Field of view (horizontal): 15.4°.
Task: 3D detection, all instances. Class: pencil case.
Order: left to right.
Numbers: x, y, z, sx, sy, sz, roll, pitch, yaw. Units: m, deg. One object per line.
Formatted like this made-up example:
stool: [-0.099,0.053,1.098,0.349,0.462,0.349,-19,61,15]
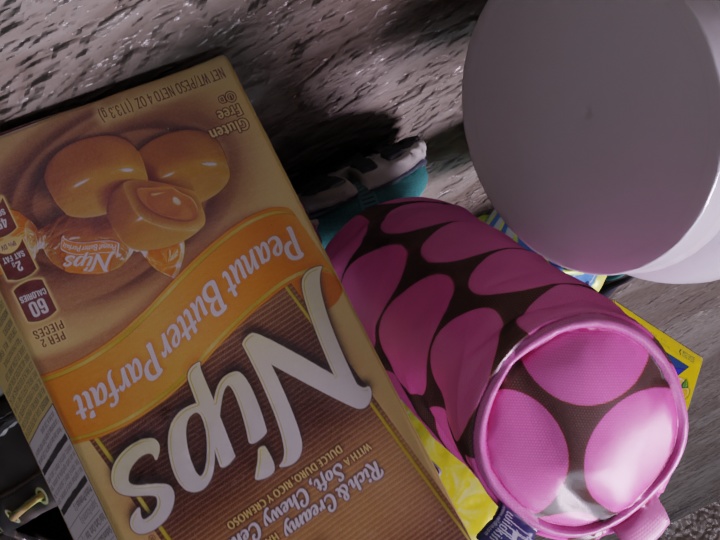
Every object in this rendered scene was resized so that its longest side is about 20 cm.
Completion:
pencil case: [0.049,0.036,0.989,0.091,0.094,0.200,-43,-157,-1]

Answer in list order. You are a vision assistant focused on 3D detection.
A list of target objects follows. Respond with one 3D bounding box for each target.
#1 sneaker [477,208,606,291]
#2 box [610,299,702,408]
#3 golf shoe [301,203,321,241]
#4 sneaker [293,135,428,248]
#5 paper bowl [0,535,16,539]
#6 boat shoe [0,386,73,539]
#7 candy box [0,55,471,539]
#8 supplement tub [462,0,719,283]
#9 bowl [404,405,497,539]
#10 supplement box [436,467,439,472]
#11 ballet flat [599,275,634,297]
sneaker: [0.087,-0.032,1.191,0.200,0.075,0.105,-44,151,-54]
box: [0.083,0.070,1.395,0.070,0.065,0.200,32,155,-27]
golf shoe: [-0.068,0.029,1.103,0.200,0.075,0.092,99,16,-67]
sneaker: [0.000,0.000,1.169,0.077,0.080,0.200,-24,166,-15]
paper bowl: [-0.172,0.192,1.176,0.200,0.105,0.201,-29,164,-9]
boat shoe: [-0.124,0.082,1.053,0.071,0.061,0.201,-27,168,-12]
candy box: [-0.059,0.037,0.925,0.115,0.201,0.055,-22,167,-24]
supplement tub: [0.149,-0.074,1.044,0.199,0.145,0.145,-13,160,-46]
bowl: [-0.002,0.075,1.333,0.108,0.201,0.200,34,128,-27]
supplement box: [-0.034,0.105,1.082,0.109,0.061,0.200,-48,172,5]
ballet flat: [0.120,-0.019,1.384,0.073,0.073,0.200,-20,160,-28]
